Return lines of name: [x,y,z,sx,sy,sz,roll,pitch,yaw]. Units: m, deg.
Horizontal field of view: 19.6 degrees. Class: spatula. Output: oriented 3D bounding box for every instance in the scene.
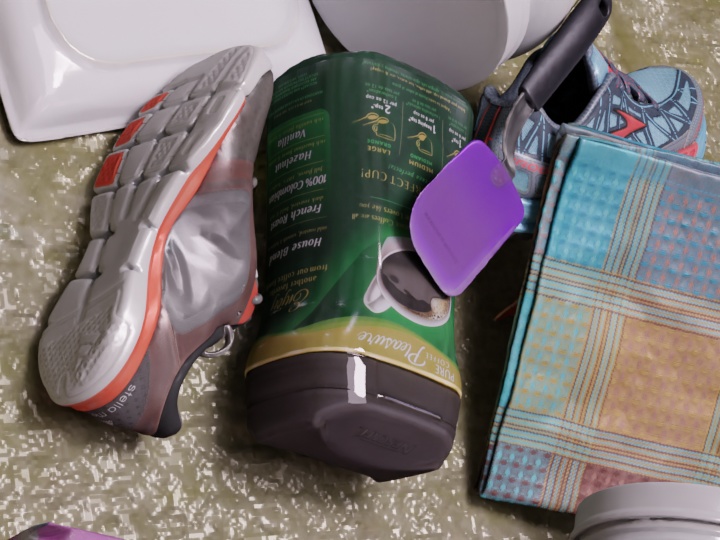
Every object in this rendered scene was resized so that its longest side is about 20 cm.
spatula: [0.081,-0.075,1.041,0.057,0.021,0.200,55,50,-31]

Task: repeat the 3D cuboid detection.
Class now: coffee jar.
coffee jar: [0.000,0.000,1.030,0.104,0.085,0.200,23,61,-38]

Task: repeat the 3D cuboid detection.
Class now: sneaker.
sneaker: [0.130,-0.087,1.136,0.200,0.079,0.096,-30,130,-46]
sneaker: [-0.082,-0.011,0.988,0.082,0.077,0.200,38,67,-34]

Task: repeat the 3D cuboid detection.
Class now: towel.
towel: [0.149,0.035,1.093,0.146,0.022,0.200,12,96,-16]

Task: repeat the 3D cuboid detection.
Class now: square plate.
square plate: [-0.110,-0.172,1.043,0.198,0.028,0.200,-12,82,-40]

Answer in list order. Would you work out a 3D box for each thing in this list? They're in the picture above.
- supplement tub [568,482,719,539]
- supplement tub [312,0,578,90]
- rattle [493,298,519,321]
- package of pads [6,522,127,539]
supplement tub: [0.156,0.219,1.035,0.144,0.144,0.200,25,60,-29]
supplement tub: [0.071,-0.202,1.117,0.145,0.145,0.200,49,52,-13]
rattle: [0.175,0.009,1.183,0.200,0.130,0.143,10,41,-1]
package of pads: [-0.069,0.190,0.918,0.200,0.076,0.121,18,67,-32]
